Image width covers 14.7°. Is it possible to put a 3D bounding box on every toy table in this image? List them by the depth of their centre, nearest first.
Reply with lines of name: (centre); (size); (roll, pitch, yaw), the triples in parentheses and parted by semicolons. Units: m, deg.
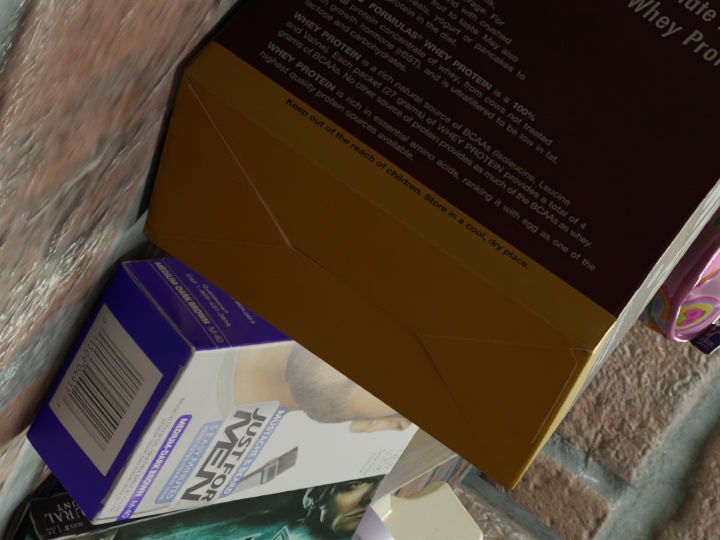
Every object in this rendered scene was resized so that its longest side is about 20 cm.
toy table: (-0.008, 0.142, 1.835); (0.117, 0.184, 0.200); (-42, -154, -26)

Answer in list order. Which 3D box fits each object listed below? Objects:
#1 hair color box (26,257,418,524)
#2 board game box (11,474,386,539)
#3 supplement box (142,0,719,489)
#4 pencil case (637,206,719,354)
hair color box: (-0.045, 0.048, 1.295); (0.200, 0.065, 0.109); (-7, 137, -48)
board game box: (-0.092, 0.145, 1.451); (0.200, 0.028, 0.135); (-11, 149, -27)
supplement box: (0.052, -0.059, 1.180); (0.200, 0.197, 0.133); (-51, 171, -30)
pencil case: (0.111, -0.052, 1.330); (0.087, 0.200, 0.087); (-38, 154, -23)
